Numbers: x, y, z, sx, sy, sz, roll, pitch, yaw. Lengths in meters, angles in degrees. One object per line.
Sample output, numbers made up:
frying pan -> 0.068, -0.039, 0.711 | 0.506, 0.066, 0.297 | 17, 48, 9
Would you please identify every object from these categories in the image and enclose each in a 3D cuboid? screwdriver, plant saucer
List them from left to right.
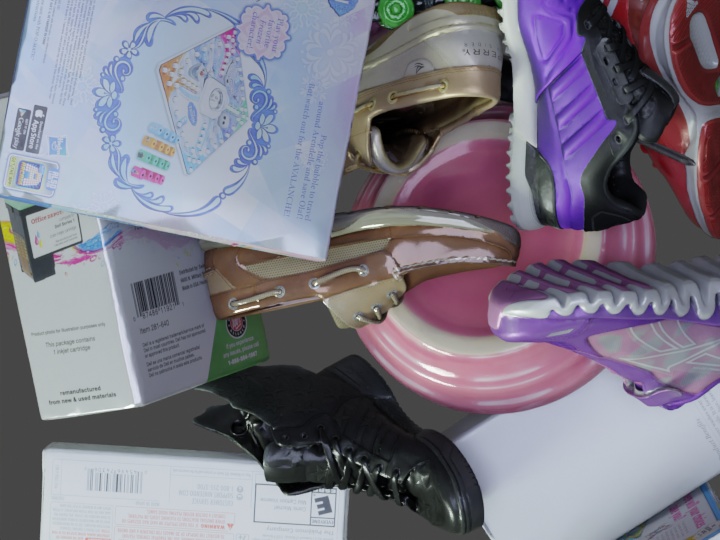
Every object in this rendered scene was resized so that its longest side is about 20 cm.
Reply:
plant saucer -> 0.081, -0.014, 1.704 | 0.199, 0.051, 0.202 | -4, 73, 15
screwdriver -> 0.131, -0.097, 1.691 | 0.199, 0.029, 0.028 | 30, 78, 35

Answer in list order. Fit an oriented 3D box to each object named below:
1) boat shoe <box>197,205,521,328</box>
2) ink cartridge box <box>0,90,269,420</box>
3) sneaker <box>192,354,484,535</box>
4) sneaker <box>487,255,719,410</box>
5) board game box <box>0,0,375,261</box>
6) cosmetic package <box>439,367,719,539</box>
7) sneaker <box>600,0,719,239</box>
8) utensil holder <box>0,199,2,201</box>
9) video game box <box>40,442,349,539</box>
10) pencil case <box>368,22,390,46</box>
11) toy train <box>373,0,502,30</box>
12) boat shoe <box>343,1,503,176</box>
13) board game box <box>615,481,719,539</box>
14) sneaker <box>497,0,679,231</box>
boat shoe -> 0.000, 0.000, 1.662 | 0.199, 0.076, 0.072 | -2, 85, 16
ink cartridge box -> -0.144, -0.024, 1.695 | 0.084, 0.145, 0.201 | -8, 95, 33
sneaker -> -0.015, 0.115, 1.711 | 0.104, 0.200, 0.060 | -22, 132, -23
sneaker -> 0.167, 0.041, 1.634 | 0.199, 0.080, 0.089 | 0, 107, -24
board game box -> -0.099, -0.122, 1.599 | 0.198, 0.043, 0.201 | 12, 88, -9
cosmetic package -> 0.157, 0.101, 1.736 | 0.199, 0.081, 0.113 | -31, 93, 5
sneaker -> 0.181, -0.111, 1.708 | 0.115, 0.201, 0.078 | 21, 54, 35
utensil holder -> -0.333, -0.066, 1.695 | 0.200, 0.170, 0.170 | 43, 95, -4
video game box -> -0.108, 0.207, 1.772 | 0.198, 0.047, 0.184 | 4, 92, 2
pencil case -> 0.014, -0.199, 1.712 | 0.199, 0.083, 0.087 | -35, 99, 5
toy train -> 0.009, -0.171, 1.657 | 0.199, 0.042, 0.057 | -7, 92, -1
boat shoe -> 0.016, -0.092, 1.675 | 0.073, 0.200, 0.070 | 7, 64, -33
board game box -> 0.167, 0.185, 1.683 | 0.134, 0.200, 0.034 | -32, 93, 5
sneaker -> 0.139, -0.117, 1.615 | 0.099, 0.070, 0.201 | 7, 114, 24
